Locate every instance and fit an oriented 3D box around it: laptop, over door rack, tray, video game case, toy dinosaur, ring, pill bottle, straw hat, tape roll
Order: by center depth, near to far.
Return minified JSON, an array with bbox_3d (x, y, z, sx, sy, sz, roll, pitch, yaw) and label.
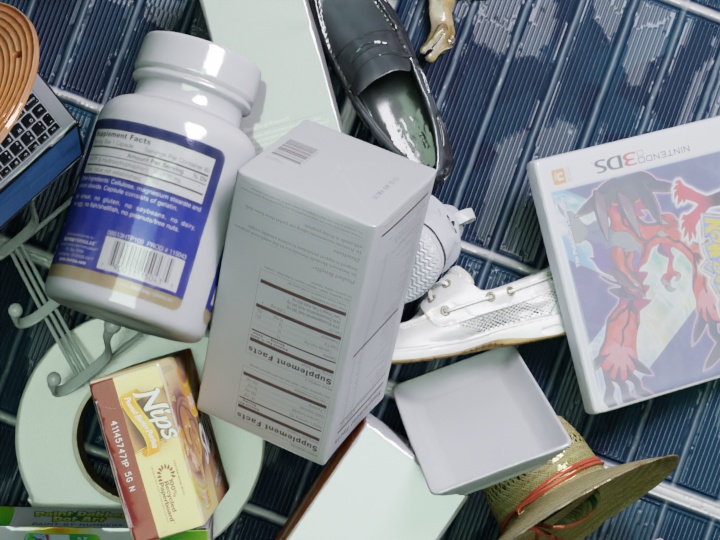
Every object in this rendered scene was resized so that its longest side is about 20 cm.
[{"bbox_3d":[-0.141,-0.060,1.241,0.119,0.120,0.202,17,81,-1],"label":"pill bottle"},{"bbox_3d":[-0.314,-0.082,1.311,0.187,0.116,0.200,-40,73,1],"label":"laptop"},{"bbox_3d":[0.089,0.115,1.311,0.107,0.200,0.022,-21,110,-1],"label":"tray"},{"bbox_3d":[0.137,0.160,1.325,0.200,0.201,0.085,-30,70,-1],"label":"straw hat"},{"bbox_3d":[-0.324,-0.121,1.327,0.200,0.200,0.019,-43,134,-1],"label":"ring"},{"bbox_3d":[-0.189,-0.019,1.340,0.199,0.067,0.148,-33,68,0],"label":"over door rack"},{"bbox_3d":[0.235,-0.007,1.368,0.181,0.023,0.202,-14,91,-19],"label":"video game case"},{"bbox_3d":[-0.174,0.131,1.380,0.201,0.037,0.205,0,90,-2],"label":"tape roll"},{"bbox_3d":[0.084,-0.267,1.386,0.101,0.058,0.201,31,97,-16],"label":"toy dinosaur"}]

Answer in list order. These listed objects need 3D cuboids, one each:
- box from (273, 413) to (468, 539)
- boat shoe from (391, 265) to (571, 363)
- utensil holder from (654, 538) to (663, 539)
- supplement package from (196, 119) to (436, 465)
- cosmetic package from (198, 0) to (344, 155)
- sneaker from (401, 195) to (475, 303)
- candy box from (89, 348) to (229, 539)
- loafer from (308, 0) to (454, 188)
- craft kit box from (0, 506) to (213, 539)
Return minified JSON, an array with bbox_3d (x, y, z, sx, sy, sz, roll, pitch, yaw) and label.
[{"bbox_3d":[-0.014,0.220,1.338,0.097,0.124,0.201,35,89,-1],"label":"box"},{"bbox_3d":[0.078,0.031,1.371,0.198,0.071,0.070,-11,90,-10],"label":"boat shoe"},{"bbox_3d":[0.178,0.322,1.323,0.199,0.170,0.171,-25,90,2],"label":"utensil holder"},{"bbox_3d":[-0.033,0.016,1.250,0.109,0.114,0.202,22,120,16],"label":"supplement package"},{"bbox_3d":[-0.065,-0.142,1.348,0.089,0.107,0.202,-18,89,-1],"label":"cosmetic package"},{"bbox_3d":[0.000,0.000,1.366,0.199,0.115,0.076,-23,98,34],"label":"sneaker"},{"bbox_3d":[-0.142,0.123,1.262,0.055,0.200,0.117,-15,90,0],"label":"candy box"},{"bbox_3d":[0.017,-0.157,1.367,0.068,0.070,0.202,-27,90,-2],"label":"loafer"},{"bbox_3d":[-0.212,0.284,1.354,0.195,0.049,0.202,2,104,2],"label":"craft kit box"}]
